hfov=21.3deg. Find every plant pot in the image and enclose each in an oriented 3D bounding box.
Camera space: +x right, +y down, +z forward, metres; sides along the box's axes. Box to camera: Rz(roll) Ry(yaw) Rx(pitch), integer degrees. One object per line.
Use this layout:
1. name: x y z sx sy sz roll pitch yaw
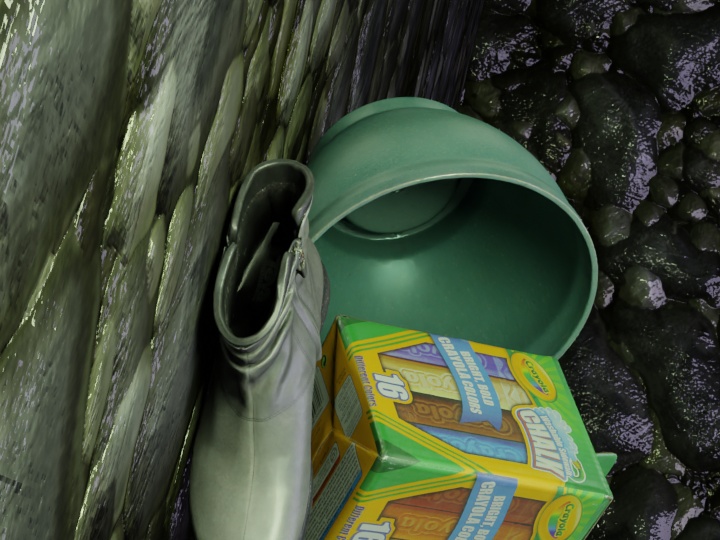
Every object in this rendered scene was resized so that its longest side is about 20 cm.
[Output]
1. plant pot: 0.033 -0.023 1.189 0.135 0.199 0.201 -107 -160 -46

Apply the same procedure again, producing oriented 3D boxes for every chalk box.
1. chalk box: 0.063 0.126 1.152 0.125 0.199 0.124 -62 -152 33

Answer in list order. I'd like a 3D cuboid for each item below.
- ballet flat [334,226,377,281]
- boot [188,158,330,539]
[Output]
1. ballet flat: -0.045 0.057 1.277 0.066 0.056 0.201 99 11 -77
2. boot: -0.057 0.054 0.978 0.132 0.069 0.201 84 9 -69
